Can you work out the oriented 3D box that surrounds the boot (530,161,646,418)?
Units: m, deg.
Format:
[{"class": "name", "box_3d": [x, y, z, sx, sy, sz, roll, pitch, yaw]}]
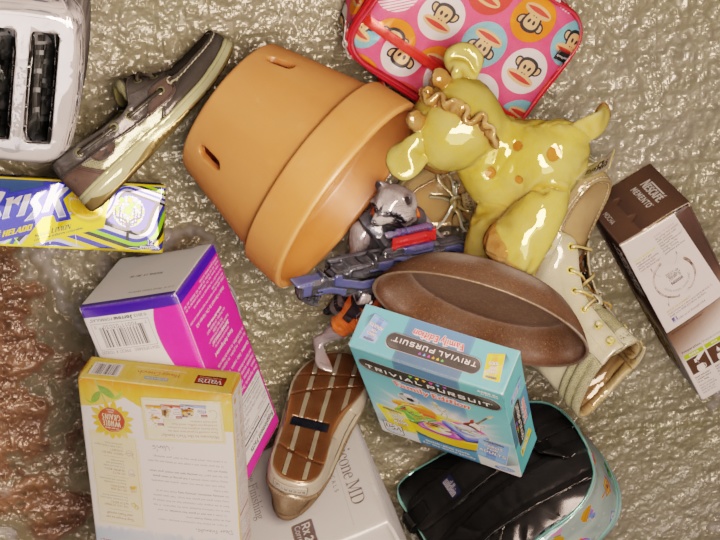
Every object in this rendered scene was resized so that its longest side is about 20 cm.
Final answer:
[{"class": "boot", "box_3d": [0.208, 0.017, 1.484, 0.072, 0.155, 0.201, 8, 118, -46]}]

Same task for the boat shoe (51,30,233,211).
[{"class": "boat shoe", "box_3d": [-0.193, -0.145, 1.425, 0.066, 0.072, 0.201, 42, 77, -14]}]

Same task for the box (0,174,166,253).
[{"class": "box", "box_3d": [-0.280, -0.054, 1.469, 0.199, 0.070, 0.065, 2, 94, -11]}]

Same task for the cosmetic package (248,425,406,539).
[{"class": "cosmetic package", "box_3d": [-0.056, 0.284, 1.596, 0.199, 0.165, 0.166, -23, 127, 0]}]

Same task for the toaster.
[{"class": "toaster", "box_3d": [-0.293, -0.177, 1.387, 0.113, 0.129, 0.201, 6, 113, -11]}]

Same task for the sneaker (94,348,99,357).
[{"class": "sneaker", "box_3d": [-0.218, 0.139, 1.537, 0.079, 0.131, 0.201, -2, 114, -5]}]

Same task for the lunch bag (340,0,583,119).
[{"class": "lunch bag", "box_3d": [0.083, -0.213, 1.465, 0.199, 0.082, 0.176, 30, 110, -23]}]

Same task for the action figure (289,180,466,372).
[{"class": "action figure", "box_3d": [0.000, 0.000, 1.501, 0.199, 0.105, 0.194, -6, 132, -33]}]

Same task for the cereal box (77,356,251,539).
[{"class": "cereal box", "box_3d": [-0.174, 0.177, 1.446, 0.143, 0.040, 0.201, 6, 121, 10]}]

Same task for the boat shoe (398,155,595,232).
[{"class": "boat shoe", "box_3d": [0.126, -0.084, 1.535, 0.199, 0.063, 0.074, -20, 116, 0]}]

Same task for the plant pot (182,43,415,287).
[{"class": "plant pot", "box_3d": [-0.062, -0.106, 1.427, 0.140, 0.200, 0.201, 38, 105, 10]}]

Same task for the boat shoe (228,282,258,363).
[{"class": "boat shoe", "box_3d": [-0.126, 0.103, 1.573, 0.069, 0.066, 0.201, -11, 115, -5]}]

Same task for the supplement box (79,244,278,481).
[{"class": "supplement box", "box_3d": [-0.163, 0.091, 1.478, 0.101, 0.103, 0.201, -8, 115, 21]}]

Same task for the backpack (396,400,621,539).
[{"class": "backpack", "box_3d": [0.164, 0.239, 1.627, 0.200, 0.176, 0.153, -43, 130, 9]}]

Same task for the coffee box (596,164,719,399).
[{"class": "coffee box", "box_3d": [0.311, 0.010, 1.582, 0.080, 0.113, 0.201, -31, 116, 4]}]

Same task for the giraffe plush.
[{"class": "giraffe plush", "box_3d": [0.107, -0.100, 1.403, 0.162, 0.173, 0.200, 29, 145, -10]}]

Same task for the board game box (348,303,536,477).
[{"class": "board game box", "box_3d": [0.080, 0.116, 1.505, 0.150, 0.047, 0.200, 17, 157, 19]}]

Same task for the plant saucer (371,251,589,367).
[{"class": "plant saucer", "box_3d": [0.110, 0.030, 1.417, 0.200, 0.200, 0.037, 26, 72, -19]}]

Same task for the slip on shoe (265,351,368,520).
[{"class": "slip on shoe", "box_3d": [-0.042, 0.157, 1.551, 0.076, 0.200, 0.061, 13, 129, 5]}]
